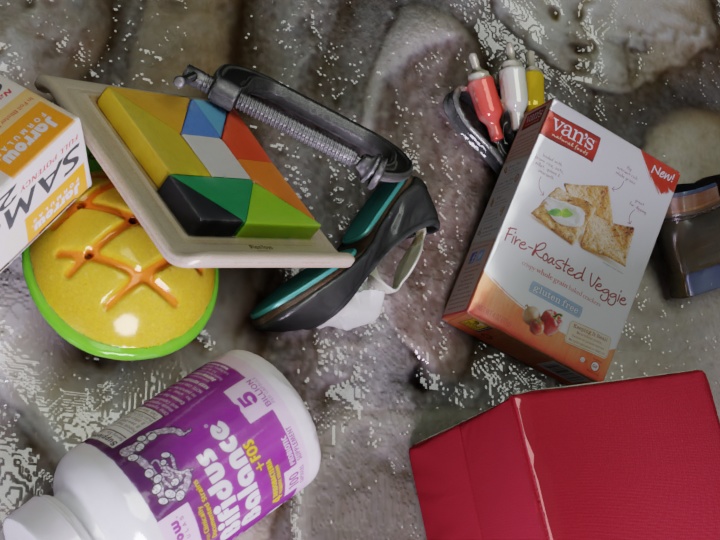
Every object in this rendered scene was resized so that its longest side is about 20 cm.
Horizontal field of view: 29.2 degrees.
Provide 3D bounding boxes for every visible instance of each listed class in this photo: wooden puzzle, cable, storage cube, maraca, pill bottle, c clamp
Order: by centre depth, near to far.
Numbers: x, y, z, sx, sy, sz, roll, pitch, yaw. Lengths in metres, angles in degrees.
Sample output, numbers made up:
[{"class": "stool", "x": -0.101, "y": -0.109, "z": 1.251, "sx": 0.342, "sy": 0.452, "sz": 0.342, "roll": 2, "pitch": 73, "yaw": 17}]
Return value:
[{"class": "pill bottle", "x": -0.132, "y": 0.146, "z": 0.926, "sx": 0.200, "sy": 0.112, "sz": 0.112, "roll": -33, "pitch": 87, "yaw": -31}, {"class": "maraca", "x": -0.172, "y": -0.024, "z": 0.978, "sx": 0.137, "sy": 0.107, "sz": 0.200, "roll": -1, "pitch": 56, "yaw": -24}, {"class": "wooden puzzle", "x": -0.111, "y": -0.073, "z": 0.981, "sx": 0.200, "sy": 0.037, "sz": 0.185, "roll": 48, "pitch": 25, "yaw": 25}, {"class": "storage cube", "x": 0.160, "y": 0.187, "z": 1.015, "sx": 0.200, "sy": 0.171, "sz": 0.180, "roll": -4, "pitch": 72, "yaw": -26}, {"class": "c clamp", "x": -0.047, "y": -0.110, "z": 1.057, "sx": 0.200, "sy": 0.171, "sz": 0.027, "roll": 25, "pitch": 105, "yaw": -10}, {"class": "cable", "x": 0.134, "y": -0.096, "z": 1.181, "sx": 0.097, "sy": 0.050, "sz": 0.200, "roll": -9, "pitch": 75, "yaw": -30}]

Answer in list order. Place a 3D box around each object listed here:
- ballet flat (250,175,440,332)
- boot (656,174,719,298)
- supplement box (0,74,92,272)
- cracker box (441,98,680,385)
[{"class": "ballet flat", "x": 0.000, "y": 0.000, "z": 1.074, "sx": 0.200, "sy": 0.068, "sz": 0.068, "roll": -45, "pitch": 105, "yaw": -31}, {"class": "boot", "x": 0.337, "y": -0.038, "z": 1.261, "sx": 0.200, "sy": 0.075, "sz": 0.097, "roll": -12, "pitch": 98, "yaw": -34}, {"class": "supplement box", "x": -0.296, "y": -0.083, "z": 0.912, "sx": 0.200, "sy": 0.074, "sz": 0.126, "roll": 28, "pitch": 57, "yaw": 17}, {"class": "cracker box", "x": 0.168, "y": -0.022, "z": 1.141, "sx": 0.134, "sy": 0.058, "sz": 0.200, "roll": 27, "pitch": 73, "yaw": -15}]
